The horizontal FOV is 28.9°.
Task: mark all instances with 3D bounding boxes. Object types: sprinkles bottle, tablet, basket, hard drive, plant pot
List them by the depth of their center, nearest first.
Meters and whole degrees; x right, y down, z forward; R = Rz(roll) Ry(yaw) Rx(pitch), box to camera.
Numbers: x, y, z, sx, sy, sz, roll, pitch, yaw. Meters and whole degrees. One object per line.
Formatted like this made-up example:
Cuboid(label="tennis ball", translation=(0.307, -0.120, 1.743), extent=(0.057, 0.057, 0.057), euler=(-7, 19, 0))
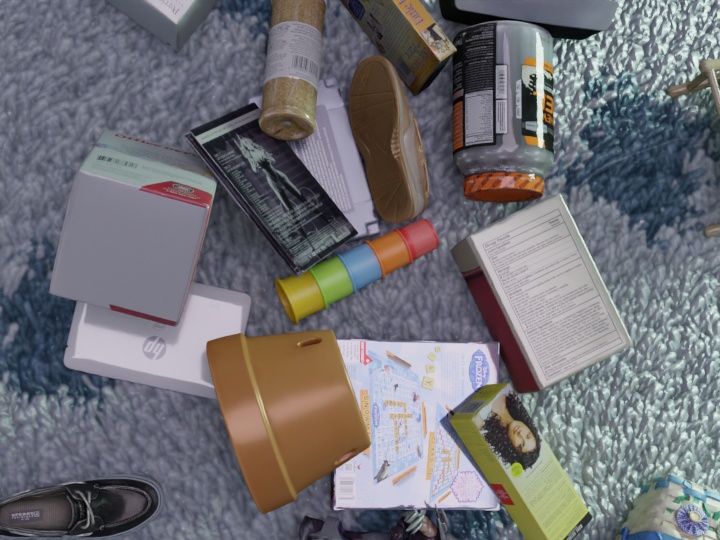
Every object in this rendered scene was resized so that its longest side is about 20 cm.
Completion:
Cuboid(label="plant pot", translation=(-0.074, 0.151, 1.547), extent=(0.140, 0.200, 0.201), euler=(-19, 85, -2))
Cuboid(label="basket", translation=(0.371, 0.348, 1.619), extent=(0.176, 0.139, 0.201), euler=(20, 71, -6))
Cuboid(label="tablet", translation=(-0.237, 0.071, 1.639), extent=(0.199, 0.014, 0.131), euler=(12, 81, -5))
Cuboid(label="sprinkles bottle", translation=(-0.079, -0.254, 1.648), extent=(0.068, 0.068, 0.201), euler=(7, 65, -7))
Cuboid(label="hard drive", translation=(0.199, -0.315, 1.689), extent=(0.199, 0.135, 0.043), euler=(7, 92, -7))

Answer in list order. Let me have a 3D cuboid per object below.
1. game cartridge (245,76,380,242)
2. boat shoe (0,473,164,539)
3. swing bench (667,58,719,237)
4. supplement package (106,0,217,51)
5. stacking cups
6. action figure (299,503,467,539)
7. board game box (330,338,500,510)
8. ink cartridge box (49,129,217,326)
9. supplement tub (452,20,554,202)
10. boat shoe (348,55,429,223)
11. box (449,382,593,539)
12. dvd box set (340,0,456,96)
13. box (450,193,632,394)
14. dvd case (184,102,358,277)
Cuboid(label="game cartridge", translation=(-0.065, -0.123, 1.677), extent=(0.133, 0.042, 0.201), euler=(-15, 85, -5))
Cuboid(label="boat shoe", translation=(-0.320, 0.273, 1.571), extent=(0.199, 0.071, 0.072), euler=(-9, 84, -9))
Cuboid(label="swing bench", translation=(0.510, -0.165, 1.712), extent=(0.199, 0.130, 0.200), euler=(-13, 84, -10))
Cuboid(label="supplement package", translation=(-0.204, -0.381, 1.650), extent=(0.117, 0.117, 0.200), euler=(35, 80, -3))
Cuboid(label="stacking cups", translation=(0.000, 0.000, 1.662), extent=(0.199, 0.061, 0.061), euler=(-23, 86, -13))
Cuboid(label="action figure", translation=(0.030, 0.327, 1.603), extent=(0.199, 0.069, 0.131), euler=(-2, 114, 2))
Cuboid(label="board game box", translation=(0.065, 0.183, 1.650), extent=(0.199, 0.041, 0.201), euler=(2, 82, -7))
Cuboid(label="ink cartridge box", translation=(-0.243, -0.052, 1.543), extent=(0.145, 0.200, 0.145), euler=(15, 108, -6))
Cuboid(label="supplement tub", translation=(0.171, -0.187, 1.672), extent=(0.122, 0.123, 0.201), euler=(1, 83, -7))
Cuboid(label="boat shoe", translation=(0.039, -0.157, 1.679), extent=(0.073, 0.069, 0.201), euler=(-8, 91, 32))
Cuboid(label="box", translation=(0.188, 0.232, 1.623), extent=(0.075, 0.050, 0.200), euler=(-41, 106, -29))
Cuboid(label="dvd box set", translation=(0.028, -0.311, 1.658), extent=(0.029, 0.146, 0.200), euler=(-37, 88, -13))
Cuboid(label="box", translation=(0.211, 0.030, 1.656), extent=(0.127, 0.109, 0.201), euler=(-24, 86, -10))
Cuboid(label="dvd case", translation=(-0.099, -0.095, 1.592), extent=(0.016, 0.149, 0.200), euler=(-39, 89, 32))
